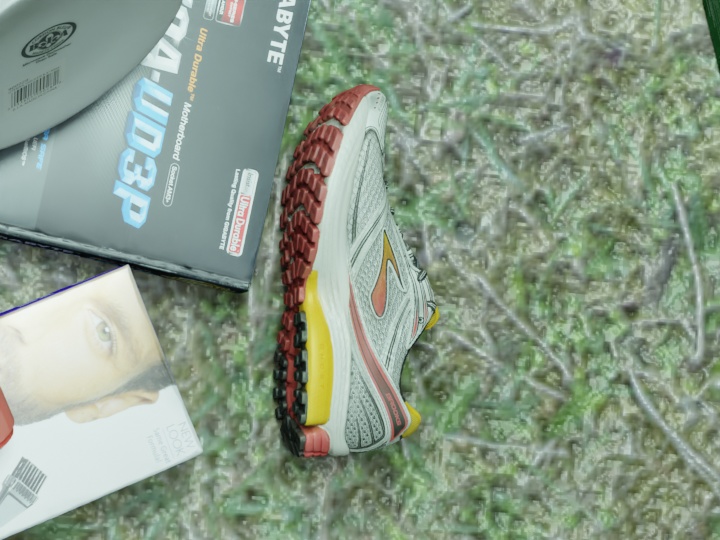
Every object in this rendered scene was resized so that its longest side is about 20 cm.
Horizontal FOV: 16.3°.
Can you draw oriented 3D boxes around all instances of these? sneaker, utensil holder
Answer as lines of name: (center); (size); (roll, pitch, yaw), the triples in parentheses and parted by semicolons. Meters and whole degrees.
sneaker: (0.000, 0.000, 1.364); (0.081, 0.078, 0.202); (1, 96, -17)
utensil holder: (-0.202, -0.183, 1.240); (0.169, 0.170, 0.201); (-31, 73, -13)

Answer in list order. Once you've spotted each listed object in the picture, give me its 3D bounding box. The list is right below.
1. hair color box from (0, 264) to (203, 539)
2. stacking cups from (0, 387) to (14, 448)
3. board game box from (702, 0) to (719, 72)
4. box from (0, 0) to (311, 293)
hair color box: (-0.195, 0.084, 1.313); (0.199, 0.065, 0.110); (-23, 91, -15)
stacking cups: (-0.225, 0.004, 1.218); (0.060, 0.060, 0.201); (-23, 118, -14)
board game box: (0.264, -0.163, 1.453); (0.134, 0.029, 0.202); (-14, 90, -13)
box: (-0.117, -0.102, 1.349); (0.158, 0.046, 0.202); (14, 83, -12)
